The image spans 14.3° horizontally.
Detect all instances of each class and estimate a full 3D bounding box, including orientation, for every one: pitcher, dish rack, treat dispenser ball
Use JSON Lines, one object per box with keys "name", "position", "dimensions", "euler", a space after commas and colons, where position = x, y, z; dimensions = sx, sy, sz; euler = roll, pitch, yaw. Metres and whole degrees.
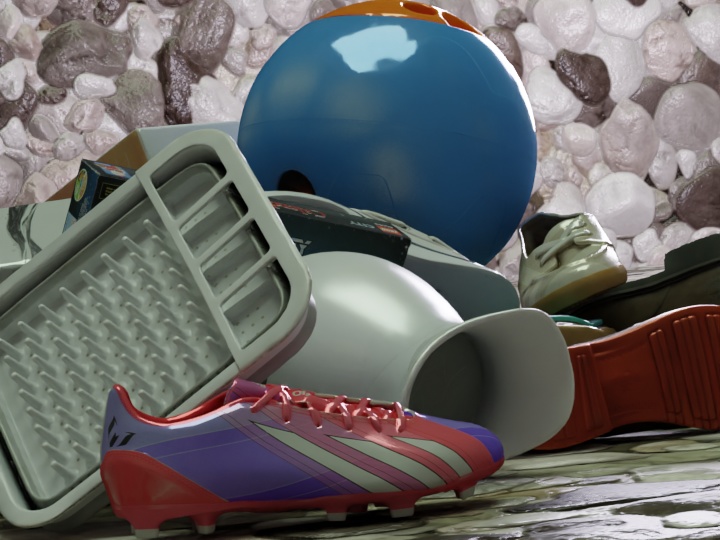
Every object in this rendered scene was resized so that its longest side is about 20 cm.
{"name": "pitcher", "position": [-0.008, 0.065, 1.556], "dimensions": [0.171, 0.122, 0.200], "euler": [-26, 22, -29]}
{"name": "dish rack", "position": [-0.115, 0.036, 1.488], "dimensions": [0.200, 0.172, 0.044], "euler": [-38, -46, 6]}
{"name": "treat dispenser ball", "position": [0.018, -0.079, 1.912], "dimensions": [0.200, 0.202, 0.201], "euler": [-5, 2, 0]}

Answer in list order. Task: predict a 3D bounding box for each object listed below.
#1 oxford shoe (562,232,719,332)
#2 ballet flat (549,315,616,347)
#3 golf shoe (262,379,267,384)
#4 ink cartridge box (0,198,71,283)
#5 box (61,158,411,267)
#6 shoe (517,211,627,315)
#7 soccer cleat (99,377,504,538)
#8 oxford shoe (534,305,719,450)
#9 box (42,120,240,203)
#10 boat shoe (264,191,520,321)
{"name": "oxford shoe", "position": [0.181, 0.050, 1.854], "dimensions": [0.200, 0.085, 0.072], "euler": [-29, -32, 35]}
{"name": "ballet flat", "position": [0.124, 0.061, 1.748], "dimensions": [0.068, 0.063, 0.200], "euler": [-12, -5, 19]}
{"name": "golf shoe", "position": [-0.120, 0.075, 1.573], "dimensions": [0.199, 0.078, 0.088], "euler": [-20, -20, 33]}
{"name": "ink cartridge box", "position": [-0.202, 0.043, 1.716], "dimensions": [0.199, 0.146, 0.083], "euler": [-8, 26, -4]}
{"name": "box", "position": [-0.082, 0.023, 1.661], "dimensions": [0.199, 0.137, 0.038], "euler": [12, 11, -25]}
{"name": "shoe", "position": [0.125, -0.006, 1.834], "dimensions": [0.070, 0.054, 0.200], "euler": [-28, 4, 1]}
{"name": "soccer cleat", "position": [-0.028, 0.084, 1.396], "dimensions": [0.199, 0.077, 0.067], "euler": [-6, 2, -10]}
{"name": "oxford shoe", "position": [0.164, 0.061, 1.664], "dimensions": [0.199, 0.072, 0.073], "euler": [-6, -3, -15]}
{"name": "box", "position": [-0.152, 0.006, 2.041], "dimensions": [0.106, 0.153, 0.200], "euler": [-8, -20, -45]}
{"name": "boat shoe", "position": [0.000, 0.000, 1.746], "dimensions": [0.199, 0.074, 0.065], "euler": [24, 6, -26]}
